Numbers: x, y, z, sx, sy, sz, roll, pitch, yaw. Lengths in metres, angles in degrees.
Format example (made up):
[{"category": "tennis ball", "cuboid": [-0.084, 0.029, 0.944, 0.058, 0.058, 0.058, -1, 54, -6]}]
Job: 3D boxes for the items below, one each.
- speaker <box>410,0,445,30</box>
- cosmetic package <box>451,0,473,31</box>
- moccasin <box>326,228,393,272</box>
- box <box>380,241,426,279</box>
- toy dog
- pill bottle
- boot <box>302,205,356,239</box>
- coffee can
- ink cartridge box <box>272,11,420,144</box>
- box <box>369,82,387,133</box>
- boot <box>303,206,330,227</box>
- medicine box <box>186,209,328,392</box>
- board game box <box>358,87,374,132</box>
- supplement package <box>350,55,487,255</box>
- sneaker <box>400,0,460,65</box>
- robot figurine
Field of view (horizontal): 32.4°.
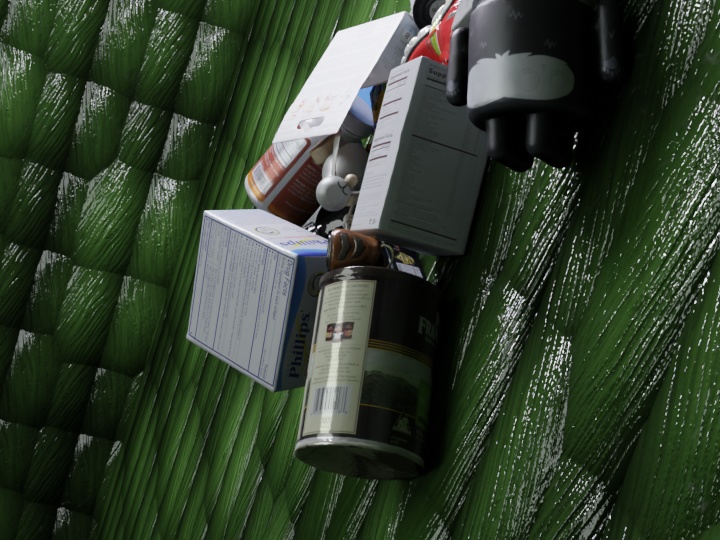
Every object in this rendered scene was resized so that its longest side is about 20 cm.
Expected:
[{"category": "speaker", "cuboid": [0.099, -0.398, 1.647, 0.201, 0.080, 0.082, -95, 25, -48]}, {"category": "cosmetic package", "cuboid": [0.179, -0.317, 1.281, 0.200, 0.084, 0.109, -38, 29, 63]}, {"category": "moccasin", "cuboid": [0.000, -0.002, 1.467, 0.202, 0.077, 0.075, 93, -178, -69]}, {"category": "box", "cuboid": [0.018, 0.064, 1.575, 0.159, 0.045, 0.202, -109, 37, -63]}, {"category": "toy dog", "cuboid": [-0.006, -0.128, 1.596, 0.096, 0.132, 0.201, -35, 32, 11]}, {"category": "pill bottle", "cuboid": [-0.068, -0.165, 1.780, 0.200, 0.112, 0.113, -47, 28, 23]}, {"category": "boot", "cuboid": [-0.065, -0.049, 1.738, 0.212, 0.156, 0.080, 118, 148, -42]}, {"category": "coffee can", "cuboid": [0.011, 0.116, 1.376, 0.146, 0.145, 0.202, 140, 142, -63]}, {"category": "ink cartridge box", "cuboid": [-0.017, -0.242, 1.640, 0.159, 0.047, 0.201, -1, 56, 54]}, {"category": "box", "cuboid": [0.060, -0.195, 1.619, 0.201, 0.069, 0.065, -96, 26, -51]}, {"category": "boot", "cuboid": [-0.049, -0.091, 1.919, 0.201, 0.072, 0.183, -89, 22, -58]}, {"category": "medicine box", "cuboid": [-0.124, 0.034, 1.629, 0.199, 0.102, 0.184, 25, 111, 41]}, {"category": "board game box", "cuboid": [0.038, -0.271, 1.811, 0.199, 0.039, 0.160, -3, 75, 62]}, {"category": "supplement package", "cuboid": [0.077, -0.128, 1.430, 0.109, 0.113, 0.202, -179, 105, -72]}, {"category": "sneaker", "cuboid": [0.109, -0.265, 1.514, 0.201, 0.076, 0.086, 121, 151, -41]}, {"category": "robot figurine", "cuboid": [0.163, -0.198, 1.170, 0.125, 0.148, 0.203, 125, 148, -79]}]
